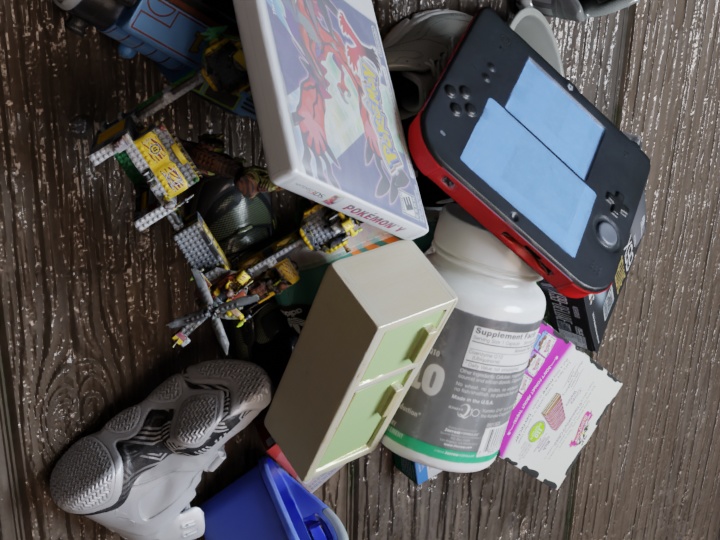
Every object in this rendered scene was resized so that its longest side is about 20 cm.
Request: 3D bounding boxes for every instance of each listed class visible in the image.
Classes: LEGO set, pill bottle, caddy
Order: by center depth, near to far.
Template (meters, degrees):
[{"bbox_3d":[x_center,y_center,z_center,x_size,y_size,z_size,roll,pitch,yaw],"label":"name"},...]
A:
[{"bbox_3d":[-0.089,-0.054,0.758,0.154,0.116,0.200,-23,109,-2],"label":"LEGO set"},{"bbox_3d":[0.085,0.053,0.932,0.113,0.113,0.200,3,110,-39],"label":"pill bottle"},{"bbox_3d":[-0.059,0.255,1.002,0.105,0.200,0.141,-33,129,-1],"label":"caddy"}]

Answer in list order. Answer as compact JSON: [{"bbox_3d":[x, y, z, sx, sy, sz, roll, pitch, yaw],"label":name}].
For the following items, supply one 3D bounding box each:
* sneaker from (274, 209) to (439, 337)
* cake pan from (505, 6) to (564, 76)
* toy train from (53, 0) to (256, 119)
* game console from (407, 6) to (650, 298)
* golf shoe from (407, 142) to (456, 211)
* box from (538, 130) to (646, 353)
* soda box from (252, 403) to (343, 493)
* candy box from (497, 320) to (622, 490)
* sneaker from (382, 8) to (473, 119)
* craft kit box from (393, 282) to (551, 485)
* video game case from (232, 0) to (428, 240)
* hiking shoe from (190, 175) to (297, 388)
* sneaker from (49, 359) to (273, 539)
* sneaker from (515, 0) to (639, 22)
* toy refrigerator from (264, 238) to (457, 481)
[{"bbox_3d":[0.000,0.000,0.929,0.200,0.071,0.080,-19,100,-47],"label":"sneaker"},{"bbox_3d":[0.139,-0.130,1.005,0.200,0.037,0.200,-3,93,-63],"label":"cake pan"},{"bbox_3d":[-0.126,-0.192,0.802,0.200,0.087,0.114,24,101,-43],"label":"toy train"},{"bbox_3d":[0.137,-0.091,0.880,0.200,0.031,0.177,40,55,-15],"label":"game console"},{"bbox_3d":[0.083,-0.082,1.015,0.200,0.094,0.078,-10,116,-37],"label":"golf shoe"},{"bbox_3d":[0.232,-0.026,1.121,0.158,0.050,0.200,-64,157,-16],"label":"box"},{"bbox_3d":[0.002,0.104,1.023,0.200,0.063,0.070,-41,117,2],"label":"soda box"},{"bbox_3d":[0.166,0.125,1.146,0.200,0.061,0.136,35,86,-43],"label":"candy box"},{"bbox_3d":[0.044,-0.161,0.945,0.200,0.092,0.076,-28,125,-29],"label":"sneaker"},{"bbox_3d":[0.113,0.090,1.155,0.197,0.049,0.200,-24,124,-25],"label":"craft kit box"},{"bbox_3d":[-0.022,-0.131,0.767,0.182,0.023,0.200,19,55,-59],"label":"video game case"},{"bbox_3d":[-0.079,0.010,0.923,0.076,0.101,0.200,-27,125,-27],"label":"hiking shoe"},{"bbox_3d":[-0.145,0.155,0.940,0.200,0.075,0.115,-31,135,3],"label":"sneaker"},{"bbox_3d":[0.240,-0.293,1.022,0.200,0.115,0.075,-50,132,-7],"label":"sneaker"},{"bbox_3d":[-0.003,0.074,0.857,0.076,0.070,0.200,-18,147,-35],"label":"toy refrigerator"}]
